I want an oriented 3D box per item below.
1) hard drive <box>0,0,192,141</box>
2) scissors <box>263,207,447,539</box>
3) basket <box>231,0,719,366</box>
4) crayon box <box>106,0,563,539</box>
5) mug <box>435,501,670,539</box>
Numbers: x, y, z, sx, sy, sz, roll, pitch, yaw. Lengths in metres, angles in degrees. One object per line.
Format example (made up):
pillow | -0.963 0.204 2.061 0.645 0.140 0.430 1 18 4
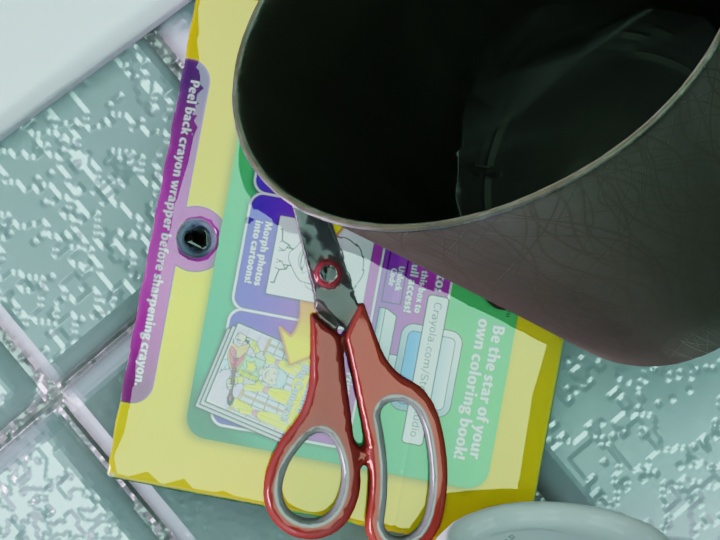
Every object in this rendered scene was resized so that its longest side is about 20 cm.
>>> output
hard drive | -0.130 -0.149 1.054 0.200 0.027 0.132 -36 90 -2
scissors | -0.004 0.012 1.005 0.073 0.014 0.201 -1 90 0
basket | 0.076 -0.048 0.901 0.180 0.200 0.137 -23 63 15
crayon box | 0.000 0.000 1.040 0.171 0.058 0.201 11 89 -3
mug | 0.089 0.181 0.991 0.199 0.147 0.176 -15 113 -44
